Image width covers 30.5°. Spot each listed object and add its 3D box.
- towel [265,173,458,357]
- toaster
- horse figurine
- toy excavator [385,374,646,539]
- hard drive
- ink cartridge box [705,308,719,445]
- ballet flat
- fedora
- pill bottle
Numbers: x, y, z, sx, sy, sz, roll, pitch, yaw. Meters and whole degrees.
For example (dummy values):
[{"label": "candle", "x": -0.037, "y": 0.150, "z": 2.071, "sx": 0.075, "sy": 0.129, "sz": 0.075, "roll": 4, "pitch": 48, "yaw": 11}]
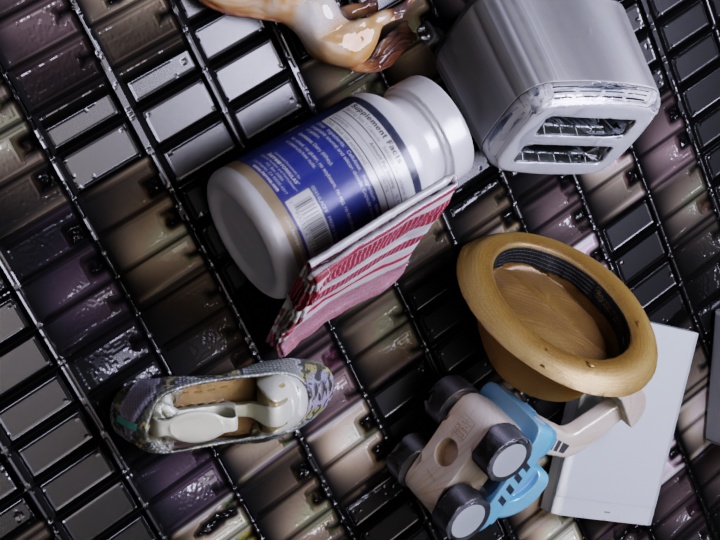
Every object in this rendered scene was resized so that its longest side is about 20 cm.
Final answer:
[{"label": "towel", "x": 0.000, "y": 0.000, "z": 1.047, "sx": 0.144, "sy": 0.200, "sz": 0.023, "roll": -33, "pitch": 81, "yaw": -20}, {"label": "toaster", "x": 0.155, "y": -0.159, "z": 1.107, "sx": 0.200, "sy": 0.114, "sz": 0.129, "roll": 0, "pitch": 55, "yaw": -33}, {"label": "horse figurine", "x": -0.029, "y": -0.222, "z": 1.067, "sx": 0.200, "sy": 0.050, "sz": 0.133, "roll": 37, "pitch": 80, "yaw": -29}, {"label": "toy excavator", "x": 0.151, "y": 0.157, "z": 1.202, "sx": 0.200, "sy": 0.100, "sz": 0.195, "roll": 25, "pitch": 103, "yaw": -46}, {"label": "hard drive", "x": 0.257, "y": 0.147, "z": 1.303, "sx": 0.132, "sy": 0.026, "sz": 0.201, "roll": 12, "pitch": 93, "yaw": -30}, {"label": "ink cartridge box", "x": 0.463, "y": 0.108, "z": 1.378, "sx": 0.199, "sy": 0.083, "sz": 0.146, "roll": -3, "pitch": 100, "yaw": -28}, {"label": "ballet flat", "x": -0.100, "y": 0.115, "z": 1.075, "sx": 0.200, "sy": 0.072, "sz": 0.072, "roll": -5, "pitch": 101, "yaw": -29}, {"label": "fedora", "x": 0.164, "y": 0.053, "z": 1.175, "sx": 0.200, "sy": 0.201, "sz": 0.082, "roll": 2, "pitch": 135, "yaw": -29}, {"label": "pill bottle", "x": -0.013, "y": -0.072, "z": 1.063, "sx": 0.200, "sy": 0.116, "sz": 0.116, "roll": -31, "pitch": 112, "yaw": -21}]
